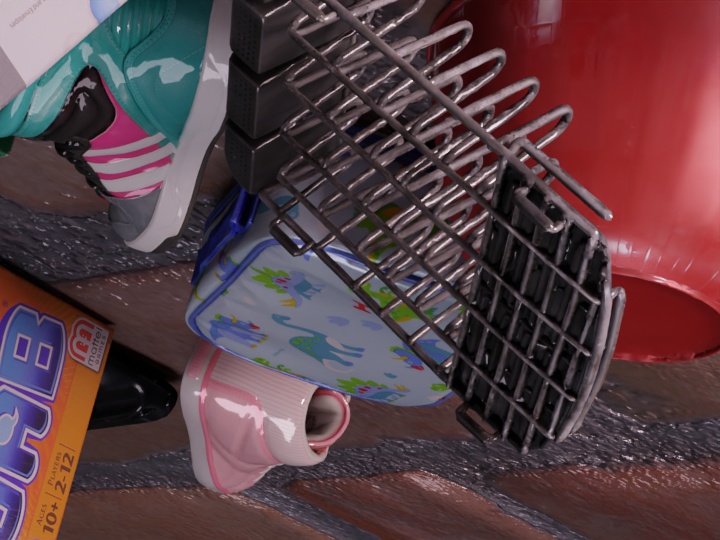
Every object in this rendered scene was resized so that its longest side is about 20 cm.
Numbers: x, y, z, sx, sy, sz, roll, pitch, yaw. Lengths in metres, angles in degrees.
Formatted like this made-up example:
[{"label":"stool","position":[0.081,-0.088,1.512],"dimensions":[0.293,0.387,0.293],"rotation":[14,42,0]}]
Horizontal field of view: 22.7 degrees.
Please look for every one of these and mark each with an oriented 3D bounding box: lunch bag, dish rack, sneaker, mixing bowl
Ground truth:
[{"label":"lunch bag","position":[0.000,0.000,0.917],"dimensions":[0.160,0.083,0.200],"rotation":[18,158,-14]},{"label":"dish rack","position":[0.024,-0.034,0.653],"dimensions":[0.200,0.054,0.154],"rotation":[45,152,24]},{"label":"sneaker","position":[-0.059,0.113,1.238],"dimensions":[0.104,0.076,0.200],"rotation":[15,155,10]},{"label":"mixing bowl","position":[0.113,-0.029,0.746],"dimensions":[0.199,0.109,0.200],"rotation":[12,159,5]},{"label":"sneaker","position":[-0.125,-0.073,0.801],"dimensions":[0.120,0.084,0.200],"rotation":[12,151,-11]}]

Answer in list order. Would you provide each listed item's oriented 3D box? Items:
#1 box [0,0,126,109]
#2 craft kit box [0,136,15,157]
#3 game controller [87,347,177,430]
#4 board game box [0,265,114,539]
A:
[{"label":"box","position":[-0.151,-0.087,0.638],"dimensions":[0.156,0.200,0.041],"rotation":[-8,123,42]},{"label":"craft kit box","position":[-0.302,-0.107,0.885],"dimensions":[0.197,0.049,0.200],"rotation":[-3,153,41]},{"label":"game controller","position":[-0.225,0.085,1.334],"dimensions":[0.200,0.042,0.104],"rotation":[-12,133,46]},{"label":"board game box","position":[-0.321,0.095,1.175],"dimensions":[0.199,0.200,0.200],"rotation":[-3,154,37]}]
